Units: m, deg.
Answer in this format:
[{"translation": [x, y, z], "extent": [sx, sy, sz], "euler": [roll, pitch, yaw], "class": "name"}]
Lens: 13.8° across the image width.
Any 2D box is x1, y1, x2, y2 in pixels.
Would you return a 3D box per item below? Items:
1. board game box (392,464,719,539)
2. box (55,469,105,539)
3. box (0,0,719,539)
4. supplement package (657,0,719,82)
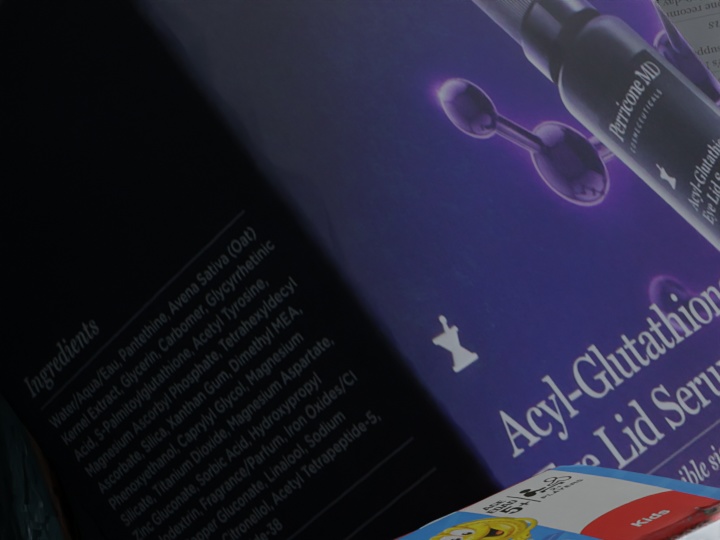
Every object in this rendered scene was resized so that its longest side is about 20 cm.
[{"translation": [-0.005, 0.160, 0.501], "extent": [0.056, 0.196, 0.200], "euler": [8, -65, 59], "class": "board game box"}, {"translation": [-0.026, 0.053, 0.821], "extent": [0.141, 0.079, 0.200], "euler": [-76, 153, -62], "class": "box"}, {"translation": [0.012, 0.006, 0.651], "extent": [0.200, 0.104, 0.148], "euler": [53, 42, 5], "class": "box"}, {"translation": [0.089, 0.025, 0.830], "extent": [0.114, 0.109, 0.200], "euler": [61, 18, -63], "class": "supplement package"}]
